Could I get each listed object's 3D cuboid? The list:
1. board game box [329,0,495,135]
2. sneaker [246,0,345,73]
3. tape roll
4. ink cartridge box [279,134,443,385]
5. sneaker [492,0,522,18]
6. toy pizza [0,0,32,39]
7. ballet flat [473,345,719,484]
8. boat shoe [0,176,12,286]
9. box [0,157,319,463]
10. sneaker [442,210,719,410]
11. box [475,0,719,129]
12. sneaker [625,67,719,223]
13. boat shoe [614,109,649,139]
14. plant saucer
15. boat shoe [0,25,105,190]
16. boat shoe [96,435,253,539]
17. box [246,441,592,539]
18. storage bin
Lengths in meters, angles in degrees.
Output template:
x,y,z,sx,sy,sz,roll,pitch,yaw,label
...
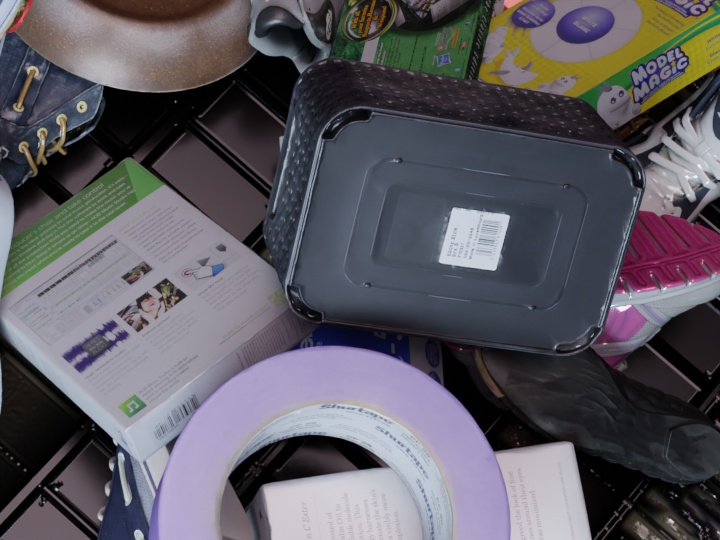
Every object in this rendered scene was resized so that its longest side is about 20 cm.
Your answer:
x,y,z,sx,sy,sz,roll,pitch,yaw,label
0.034,-0.161,1.348,0.104,0.023,0.200,-1,55,23,board game box
-0.052,-0.213,1.339,0.075,0.200,0.116,-10,39,21,sneaker
-0.020,0.150,1.182,0.199,0.085,0.201,3,73,-8,tape roll
0.000,0.000,1.343,0.094,0.044,0.201,-13,71,31,ink cartridge box
0.060,-0.210,1.428,0.108,0.067,0.202,8,75,-8,sneaker
-0.246,-0.211,1.339,0.032,0.200,0.201,20,67,-37,toy pizza
0.148,0.089,1.317,0.200,0.057,0.067,28,78,-26,ballet flat
-0.272,0.035,1.256,0.091,0.071,0.201,-3,103,-43,boat shoe
-0.141,0.019,1.291,0.144,0.036,0.200,-36,49,-20,box
0.151,0.029,1.355,0.199,0.088,0.081,-18,42,1,sneaker
0.159,-0.148,1.347,0.200,0.048,0.117,-30,42,-16,box
0.226,-0.081,1.378,0.199,0.130,0.080,-29,78,-15,sneaker
0.159,-0.118,1.400,0.200,0.067,0.072,-52,129,-19,boat shoe
-0.150,-0.209,1.383,0.200,0.037,0.201,9,55,-13,plant saucer
-0.219,-0.090,1.351,0.091,0.071,0.201,11,71,-6,boat shoe
-0.138,0.125,1.296,0.075,0.093,0.200,23,32,-40,boat shoe
0.040,0.201,1.277,0.199,0.106,0.153,-6,75,-10,box
0.053,-0.037,1.231,0.199,0.094,0.136,8,111,-14,storage bin
